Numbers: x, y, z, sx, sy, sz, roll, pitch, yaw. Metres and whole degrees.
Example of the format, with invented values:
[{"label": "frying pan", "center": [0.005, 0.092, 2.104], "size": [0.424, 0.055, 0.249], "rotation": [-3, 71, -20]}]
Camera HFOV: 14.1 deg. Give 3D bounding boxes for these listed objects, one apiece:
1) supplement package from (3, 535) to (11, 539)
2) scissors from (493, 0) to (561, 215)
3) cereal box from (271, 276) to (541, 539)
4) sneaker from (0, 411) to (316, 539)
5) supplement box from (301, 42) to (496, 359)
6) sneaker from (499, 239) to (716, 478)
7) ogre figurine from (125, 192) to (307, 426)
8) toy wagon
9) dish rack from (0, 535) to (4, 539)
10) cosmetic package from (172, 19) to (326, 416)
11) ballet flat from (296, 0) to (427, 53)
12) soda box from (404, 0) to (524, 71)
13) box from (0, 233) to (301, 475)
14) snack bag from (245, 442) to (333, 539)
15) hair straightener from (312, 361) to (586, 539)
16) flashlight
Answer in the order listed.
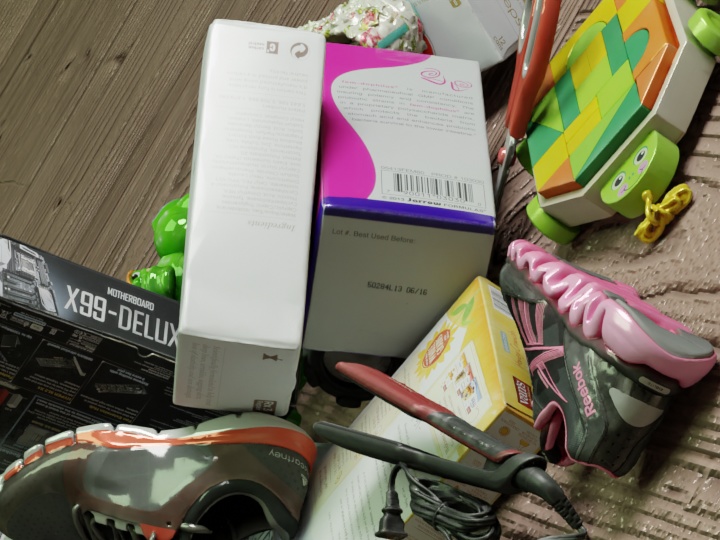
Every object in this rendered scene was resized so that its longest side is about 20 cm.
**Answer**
[{"label": "supplement package", "center": [-0.179, 0.261, 1.729], "size": [0.156, 0.111, 0.200], "rotation": [-54, 25, 27]}, {"label": "scissors", "center": [0.086, -0.075, 1.669], "size": [0.073, 0.014, 0.201], "rotation": [-131, 53, -79]}, {"label": "cereal box", "center": [0.025, 0.115, 1.606], "size": [0.200, 0.039, 0.144], "rotation": [-51, 21, 21]}, {"label": "sneaker", "center": [-0.123, 0.137, 1.663], "size": [0.199, 0.077, 0.082], "rotation": [-13, 52, 19]}, {"label": "supplement box", "center": [0.019, -0.042, 1.719], "size": [0.200, 0.101, 0.104], "rotation": [-90, 8, -57]}, {"label": "sneaker", "center": [0.107, 0.048, 1.476], "size": [0.096, 0.079, 0.200], "rotation": [-67, 17, 8]}, {"label": "ogre figurine", "center": [-0.084, 0.020, 1.845], "size": [0.119, 0.098, 0.201], "rotation": [-10, 88, 34]}, {"label": "toy wagon", "center": [0.147, -0.086, 1.614], "size": [0.155, 0.039, 0.200], "rotation": [-50, 21, 23]}, {"label": "dish rack", "center": [-0.284, 0.156, 2.049], "size": [0.044, 0.200, 0.172], "rotation": [-44, 23, 39]}, {"label": "cosmetic package", "center": [-0.064, -0.029, 1.658], "size": [0.102, 0.074, 0.201], "rotation": [102, 174, -63]}, {"label": "ballet flat", "center": [-0.041, -0.118, 1.859], "size": [0.200, 0.076, 0.064], "rotation": [-33, 7, 42]}, {"label": "soda box", "center": [0.019, -0.140, 1.891], "size": [0.200, 0.068, 0.064], "rotation": [-24, 12, 41]}, {"label": "box", "center": [-0.157, 0.075, 1.729], "size": [0.158, 0.199, 0.050], "rotation": [-52, 26, 42]}, {"label": "snack bag", "center": [-0.090, 0.184, 1.808], "size": [0.201, 0.021, 0.188], "rotation": [-61, 19, -10]}, {"label": "hair straightener", "center": [0.042, 0.111, 1.500], "size": [0.200, 0.041, 0.077], "rotation": [25, 92, 47]}, {"label": "flashlight", "center": [0.000, 0.000, 1.799], "size": [0.068, 0.068, 0.200], "rotation": [-48, 22, 29]}]
